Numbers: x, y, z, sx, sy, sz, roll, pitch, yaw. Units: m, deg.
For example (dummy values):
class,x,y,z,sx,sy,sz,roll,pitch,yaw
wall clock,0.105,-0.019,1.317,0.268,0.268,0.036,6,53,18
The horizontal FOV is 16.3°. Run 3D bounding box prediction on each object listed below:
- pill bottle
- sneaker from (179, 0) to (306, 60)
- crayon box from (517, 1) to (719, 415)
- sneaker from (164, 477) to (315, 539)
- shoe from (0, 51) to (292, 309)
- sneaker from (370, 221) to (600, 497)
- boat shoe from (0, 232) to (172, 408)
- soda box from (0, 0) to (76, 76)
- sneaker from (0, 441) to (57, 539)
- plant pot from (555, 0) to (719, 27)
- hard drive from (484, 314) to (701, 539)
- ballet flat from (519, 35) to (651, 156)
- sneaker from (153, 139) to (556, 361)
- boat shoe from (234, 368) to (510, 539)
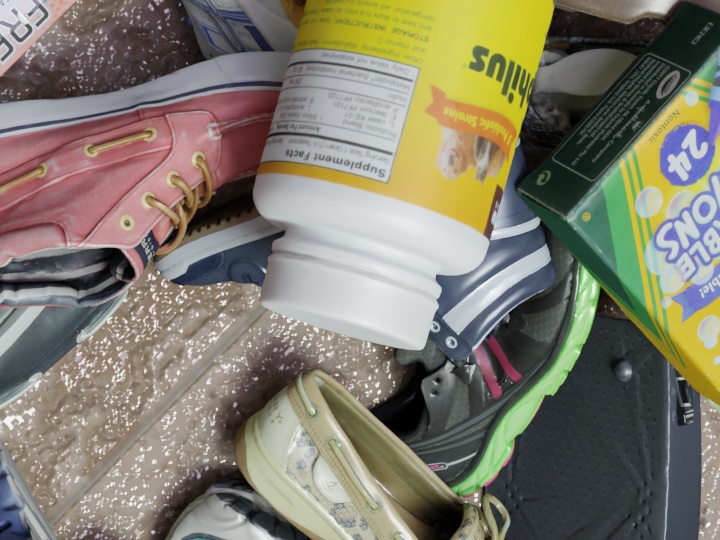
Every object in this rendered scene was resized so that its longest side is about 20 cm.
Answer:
class,x,y,z,sx,sy,sz,roll,pitch,yaw
pill bottle,0.018,-0.070,1.125,0.109,0.109,0.200,19,83,-25
sneaker,-0.070,-0.142,1.225,0.200,0.088,0.075,43,51,-2
crayon box,0.183,-0.017,1.225,0.126,0.052,0.200,-48,124,-5
sneaker,-0.020,0.182,1.321,0.200,0.078,0.080,34,104,-20
shoe,-0.094,-0.038,1.174,0.200,0.071,0.091,-10,59,-2
sneaker,0.064,0.032,1.289,0.084,0.077,0.200,22,115,-13
boat shoe,-0.146,-0.005,1.227,0.200,0.076,0.060,-39,151,-21
soda box,-0.203,-0.112,1.179,0.200,0.064,0.068,-47,114,-10
sneaker,-0.193,0.165,1.174,0.115,0.199,0.081,-30,114,-2
plant pot,0.158,-0.225,1.252,0.200,0.200,0.198,6,104,-24
hard drive,0.123,0.121,1.329,0.042,0.135,0.200,-1,96,-40
ballet flat,0.162,-0.086,1.263,0.200,0.072,0.072,2,100,0
sneaker,0.000,0.000,1.234,0.200,0.070,0.109,-19,102,22
boat shoe,0.028,0.131,1.287,0.200,0.073,0.063,37,118,-14
